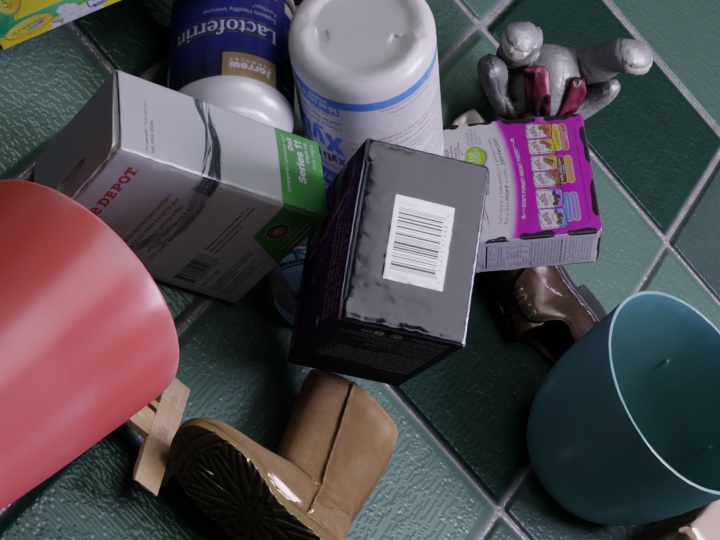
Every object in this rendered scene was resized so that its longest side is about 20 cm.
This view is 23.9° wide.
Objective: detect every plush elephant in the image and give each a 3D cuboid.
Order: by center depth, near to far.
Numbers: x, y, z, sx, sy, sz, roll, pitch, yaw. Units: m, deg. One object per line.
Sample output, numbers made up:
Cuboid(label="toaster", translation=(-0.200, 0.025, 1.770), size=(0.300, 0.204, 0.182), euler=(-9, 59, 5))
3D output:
Cuboid(label="plush elephant", translation=(0.182, -0.152, 1.752), size=(0.163, 0.200, 0.157), euler=(7, 80, -24))

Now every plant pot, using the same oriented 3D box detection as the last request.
Cuboid(label="plant pot", translation=(-0.254, 0.067, 1.176), size=(0.201, 0.200, 0.178), euler=(47, 53, -6))
Cuboid(label="plant pot", translation=(0.251, 0.145, 1.590), size=(0.199, 0.161, 0.203), euler=(23, 49, -30))

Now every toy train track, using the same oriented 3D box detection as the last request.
Cuboid(label="toy train track", translation=(-0.133, 0.158, 1.334), size=(0.200, 0.032, 0.115), euler=(41, 35, -21))

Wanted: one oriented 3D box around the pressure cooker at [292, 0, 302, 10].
Cuboid(label="pressure cooker", translation=(-0.034, -0.315, 1.629), size=(0.178, 0.175, 0.201), euler=(38, 34, -23))

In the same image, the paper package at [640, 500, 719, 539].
Cuboid(label="paper package", translation=(0.375, 0.300, 1.641), size=(0.201, 0.103, 0.190), euler=(53, 41, 2))

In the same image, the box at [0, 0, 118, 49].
Cuboid(label="box", translation=(-0.257, -0.269, 1.421), size=(0.198, 0.048, 0.118), euler=(-25, 76, -4))

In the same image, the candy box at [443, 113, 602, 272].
Cuboid(label="candy box", translation=(0.121, -0.070, 1.617), size=(0.197, 0.061, 0.138), euler=(-4, 58, 0))

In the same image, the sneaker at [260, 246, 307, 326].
Cuboid(label="sneaker", translation=(0.000, 0.000, 1.511), size=(0.198, 0.095, 0.080), euler=(3, 59, -41))

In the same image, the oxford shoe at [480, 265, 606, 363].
Cuboid(label="oxford shoe", translation=(0.160, 0.018, 1.665), size=(0.200, 0.073, 0.085), euler=(42, 46, -10))

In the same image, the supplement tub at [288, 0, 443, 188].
Cuboid(label="supplement tub", translation=(0.008, -0.155, 1.522), size=(0.130, 0.201, 0.133), euler=(-2, 58, 4))

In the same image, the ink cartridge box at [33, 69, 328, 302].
Cuboid(label="ink cartridge box", translation=(-0.149, -0.064, 1.382), size=(0.198, 0.146, 0.084), euler=(18, 49, -34))

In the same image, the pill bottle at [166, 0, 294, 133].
Cuboid(label="pill bottle", translation=(-0.114, -0.163, 1.505), size=(0.115, 0.116, 0.202), euler=(21, 50, -30))

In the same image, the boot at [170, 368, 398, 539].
Cuboid(label="boot", translation=(-0.058, 0.140, 1.368), size=(0.175, 0.066, 0.200), euler=(47, 29, -13))

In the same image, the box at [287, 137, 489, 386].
Cuboid(label="box", translation=(0.019, 0.000, 1.368), size=(0.103, 0.200, 0.150), euler=(12, 73, -12))
